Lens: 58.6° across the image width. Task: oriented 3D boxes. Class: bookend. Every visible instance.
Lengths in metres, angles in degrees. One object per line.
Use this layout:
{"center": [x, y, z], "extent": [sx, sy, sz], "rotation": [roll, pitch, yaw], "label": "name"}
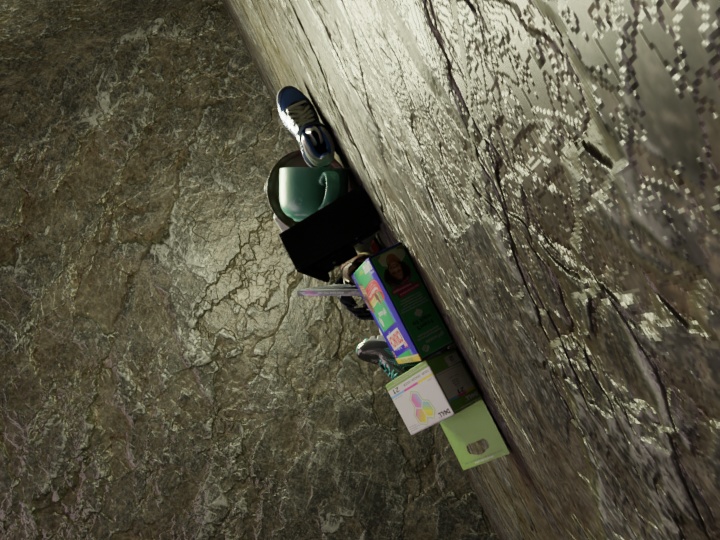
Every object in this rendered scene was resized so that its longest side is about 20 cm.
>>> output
{"center": [-0.040, -0.071, 1.373], "extent": [0.092, 0.198, 0.200], "rotation": [62, -172, 14], "label": "bookend"}

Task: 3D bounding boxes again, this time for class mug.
{"center": [-0.104, -0.163, 1.390], "extent": [0.185, 0.152, 0.115], "rotation": [-33, -56, -79], "label": "mug"}

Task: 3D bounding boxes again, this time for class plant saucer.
{"center": [-0.120, -0.188, 1.508], "extent": [0.201, 0.200, 0.032], "rotation": [63, -167, -15], "label": "plant saucer"}

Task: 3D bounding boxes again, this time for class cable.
{"center": [0.024, 0.043, 1.622], "extent": [0.163, 0.200, 0.051], "rotation": [27, 130, 10], "label": "cable"}

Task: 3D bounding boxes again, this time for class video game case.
{"center": [-0.022, 0.043, 1.449], "extent": [0.143, 0.200, 0.019], "rotation": [-6, -85, -54], "label": "video game case"}

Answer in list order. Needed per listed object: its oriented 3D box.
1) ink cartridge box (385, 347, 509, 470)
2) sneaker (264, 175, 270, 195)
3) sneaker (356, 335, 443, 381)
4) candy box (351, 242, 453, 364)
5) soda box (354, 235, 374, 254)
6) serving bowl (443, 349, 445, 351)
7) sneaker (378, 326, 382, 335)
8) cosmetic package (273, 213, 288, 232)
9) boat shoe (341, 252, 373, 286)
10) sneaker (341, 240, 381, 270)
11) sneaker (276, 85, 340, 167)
{"center": [0.150, 0.258, 1.130], "extent": [0.200, 0.076, 0.148], "rotation": [63, 143, 14], "label": "ink cartridge box"}
{"center": [-0.132, -0.204, 1.554], "extent": [0.086, 0.199, 0.078], "rotation": [-113, 20, -47], "label": "sneaker"}
{"center": [0.079, 0.191, 1.269], "extent": [0.078, 0.199, 0.091], "rotation": [80, -153, -47], "label": "sneaker"}
{"center": [0.072, 0.067, 1.175], "extent": [0.200, 0.077, 0.169], "rotation": [61, 165, 5], "label": "candy box"}
{"center": [-0.049, -0.074, 1.565], "extent": [0.068, 0.064, 0.200], "rotation": [30, 165, -27], "label": "soda box"}
{"center": [0.107, 0.110, 1.351], "extent": [0.200, 0.066, 0.200], "rotation": [62, 177, 6], "label": "serving bowl"}
{"center": [0.087, 0.124, 1.520], "extent": [0.099, 0.078, 0.200], "rotation": [41, 157, 60], "label": "sneaker"}
{"center": [-0.130, -0.157, 1.821], "extent": [0.200, 0.167, 0.167], "rotation": [64, -163, -46], "label": "cosmetic package"}
{"center": [0.000, 0.000, 1.431], "extent": [0.200, 0.072, 0.072], "rotation": [-3, 100, 59], "label": "boat shoe"}
{"center": [-0.007, -0.040, 1.598], "extent": [0.067, 0.108, 0.202], "rotation": [56, -177, -40], "label": "sneaker"}
{"center": [-0.113, -0.316, 1.379], "extent": [0.200, 0.080, 0.146], "rotation": [66, 169, -7], "label": "sneaker"}
